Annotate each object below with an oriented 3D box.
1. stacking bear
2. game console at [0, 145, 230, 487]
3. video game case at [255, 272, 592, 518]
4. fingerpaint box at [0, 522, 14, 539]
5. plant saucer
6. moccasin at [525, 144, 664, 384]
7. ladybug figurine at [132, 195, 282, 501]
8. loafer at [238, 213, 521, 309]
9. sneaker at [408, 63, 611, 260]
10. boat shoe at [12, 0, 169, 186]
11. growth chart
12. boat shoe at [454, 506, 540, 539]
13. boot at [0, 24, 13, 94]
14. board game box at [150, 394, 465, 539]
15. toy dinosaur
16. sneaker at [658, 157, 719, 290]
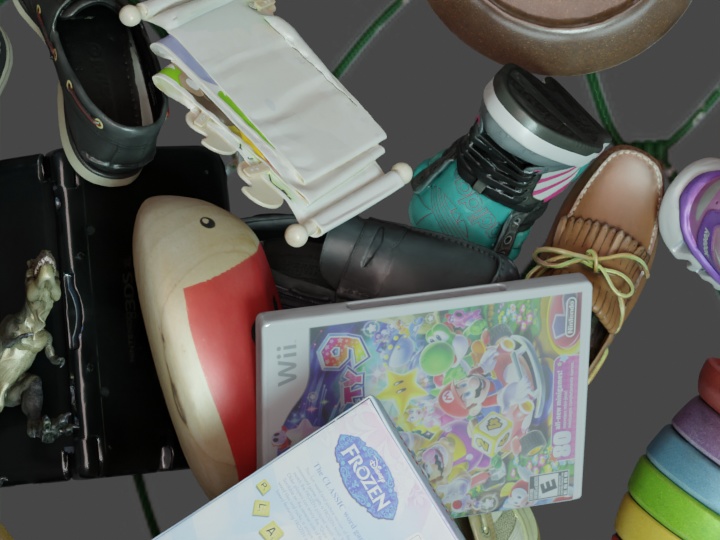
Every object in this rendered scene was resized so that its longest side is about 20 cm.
[{"bbox_3d":[0.202,0.165,1.466,0.121,0.114,0.201,31,97,-18],"label":"stacking bear"},{"bbox_3d":[-0.176,0.030,1.512,0.175,0.116,0.202,-3,86,-31],"label":"game console"},{"bbox_3d":[0.037,0.081,1.397,0.198,0.018,0.144,-7,115,-16],"label":"video game case"},{"bbox_3d":[-0.223,0.283,1.465,0.167,0.073,0.200,-41,88,-3],"label":"fingerpaint box"},{"bbox_3d":[0.127,-0.225,1.528,0.199,0.034,0.202,0,85,-1],"label":"plant saucer"},{"bbox_3d":[0.131,0.017,1.488,0.073,0.078,0.202,31,86,1],"label":"moccasin"},{"bbox_3d":[-0.078,0.049,1.421,0.071,0.136,0.201,-13,106,5],"label":"ladybug figurine"},{"bbox_3d":[0.000,0.000,1.447,0.199,0.071,0.068,4,53,32],"label":"loafer"},{"bbox_3d":[0.078,-0.058,1.443,0.084,0.200,0.121,46,101,10],"label":"sneaker"},{"bbox_3d":[-0.165,-0.152,1.478,0.073,0.063,0.203,-4,62,-29],"label":"boat shoe"},{"bbox_3d":[-0.058,-0.103,1.454,0.200,0.144,0.018,51,131,17],"label":"growth chart"},{"bbox_3d":[0.032,0.108,1.473,0.073,0.063,0.201,-35,84,31],"label":"boat shoe"},{"bbox_3d":[-0.307,-0.099,1.450,0.199,0.151,0.073,-34,77,-1],"label":"boot"},{"bbox_3d":[-0.022,0.204,1.291,0.199,0.041,0.201,-32,80,3],"label":"board game box"},{"bbox_3d":[-0.219,0.081,1.449,0.200,0.047,0.088,-50,49,23],"label":"toy dinosaur"},{"bbox_3d":[0.273,0.011,1.474,0.200,0.088,0.081,40,81,-14],"label":"sneaker"}]
